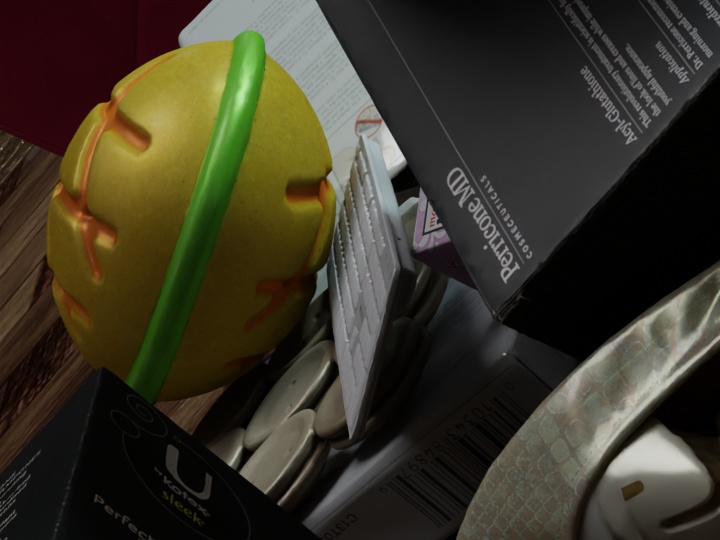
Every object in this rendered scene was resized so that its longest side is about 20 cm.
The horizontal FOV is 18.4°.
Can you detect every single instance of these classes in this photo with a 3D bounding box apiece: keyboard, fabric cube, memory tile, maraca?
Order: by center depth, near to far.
[{"bbox_3d":[0.000,0.000,0.761,0.200,0.011,0.057,-100,30,-75],"label":"keyboard"},{"bbox_3d":[-0.037,0.065,0.807,0.200,0.017,0.154,-45,13,23],"label":"memory tile"},{"bbox_3d":[-0.071,-0.004,0.857,0.201,0.106,0.138,115,172,-45],"label":"maraca"},{"bbox_3d":[-0.082,-0.174,1.229,0.200,0.199,0.197,101,-165,-53],"label":"fabric cube"}]

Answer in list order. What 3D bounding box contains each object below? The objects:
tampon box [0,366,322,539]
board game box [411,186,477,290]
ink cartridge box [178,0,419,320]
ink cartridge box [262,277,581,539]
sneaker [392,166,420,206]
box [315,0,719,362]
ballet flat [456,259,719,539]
[{"bbox_3d":[-0.056,0.148,0.540,0.126,0.150,0.200,-46,14,15],"label":"tampon box"},{"bbox_3d":[0.107,-0.109,0.683,0.198,0.043,0.202,-18,56,46],"label":"board game box"},{"bbox_3d":[0.014,-0.084,0.928,0.160,0.047,0.201,-42,45,18],"label":"ink cartridge box"},{"bbox_3d":[0.014,0.046,0.817,0.199,0.041,0.200,-42,15,29],"label":"ink cartridge box"},{"bbox_3d":[-0.008,-0.071,1.041,0.200,0.114,0.076,-35,20,49],"label":"sneaker"},{"bbox_3d":[0.069,-0.086,0.614,0.141,0.079,0.201,-47,41,19],"label":"box"},{"bbox_3d":[0.098,0.031,0.540,0.200,0.067,0.062,-48,28,17],"label":"ballet flat"}]
